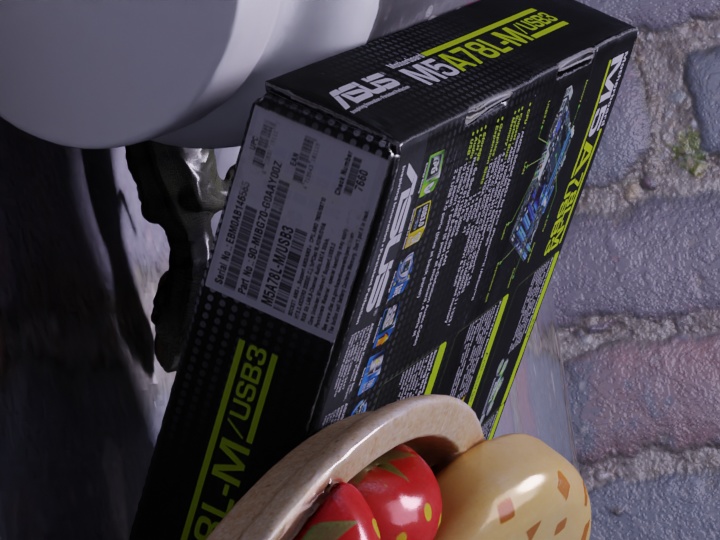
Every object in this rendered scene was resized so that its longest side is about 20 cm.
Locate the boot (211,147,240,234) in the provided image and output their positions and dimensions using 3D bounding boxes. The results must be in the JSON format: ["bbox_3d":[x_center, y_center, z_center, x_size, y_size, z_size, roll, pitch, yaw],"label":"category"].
[{"bbox_3d":[-0.005,0.040,0.830,0.074,0.096,0.200,51,31,-74],"label":"boot"}]

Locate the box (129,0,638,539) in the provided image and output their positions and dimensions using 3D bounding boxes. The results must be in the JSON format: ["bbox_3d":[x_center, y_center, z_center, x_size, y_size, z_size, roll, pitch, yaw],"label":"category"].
[{"bbox_3d":[0.004,0.026,0.632,0.193,0.048,0.200,-36,146,-62],"label":"box"}]

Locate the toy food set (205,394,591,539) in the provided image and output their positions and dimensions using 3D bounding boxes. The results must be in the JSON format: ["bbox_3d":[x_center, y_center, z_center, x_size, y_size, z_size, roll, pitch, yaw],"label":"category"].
[{"bbox_3d":[-0.013,0.125,0.562,0.198,0.049,0.200,-63,159,-1],"label":"toy food set"}]

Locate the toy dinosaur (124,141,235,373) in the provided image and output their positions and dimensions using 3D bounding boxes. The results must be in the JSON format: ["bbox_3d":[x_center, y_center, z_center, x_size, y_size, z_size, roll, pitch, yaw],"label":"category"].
[{"bbox_3d":[-0.066,-0.069,0.723,0.088,0.047,0.200,-63,140,-65],"label":"toy dinosaur"}]

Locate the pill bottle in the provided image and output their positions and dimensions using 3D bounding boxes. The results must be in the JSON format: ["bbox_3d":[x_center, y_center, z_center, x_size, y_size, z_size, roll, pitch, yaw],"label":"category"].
[{"bbox_3d":[-0.031,-0.098,0.627,0.200,0.116,0.116,-30,112,-62],"label":"pill bottle"}]
